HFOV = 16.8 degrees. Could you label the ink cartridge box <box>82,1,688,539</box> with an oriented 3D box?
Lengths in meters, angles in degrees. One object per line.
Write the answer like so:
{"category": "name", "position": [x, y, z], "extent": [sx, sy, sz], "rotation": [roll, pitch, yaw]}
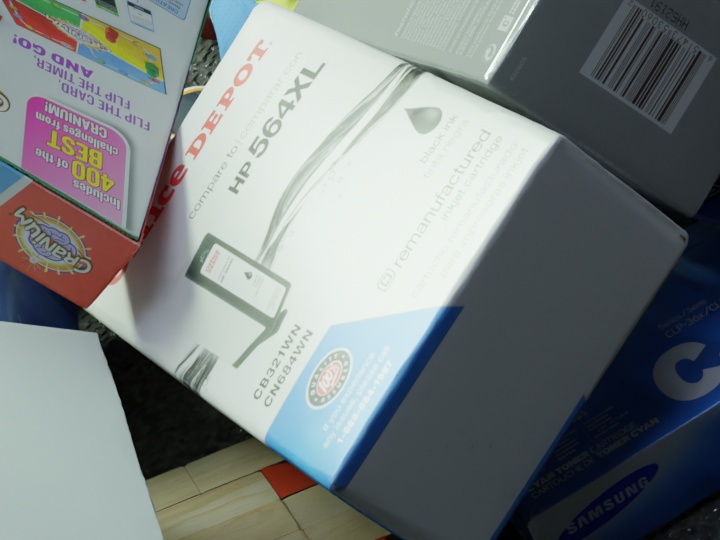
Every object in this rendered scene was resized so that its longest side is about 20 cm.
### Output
{"category": "ink cartridge box", "position": [0.000, 0.000, 0.904], "extent": [0.200, 0.084, 0.146], "rotation": [30, 87, 51]}

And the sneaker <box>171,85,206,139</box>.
{"category": "sneaker", "position": [-0.050, -0.039, 1.105], "extent": [0.200, 0.078, 0.079], "rotation": [14, 61, 41]}

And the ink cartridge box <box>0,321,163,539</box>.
{"category": "ink cartridge box", "position": [-0.187, 0.106, 0.844], "extent": [0.200, 0.145, 0.145], "rotation": [8, 32, -23]}

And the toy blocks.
{"category": "toy blocks", "position": [-0.023, 0.120, 0.922], "extent": [0.137, 0.100, 0.200], "rotation": [-21, 29, -11]}

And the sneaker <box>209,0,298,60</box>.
{"category": "sneaker", "position": [0.000, -0.094, 1.124], "extent": [0.076, 0.105, 0.200], "rotation": [-24, 72, -44]}

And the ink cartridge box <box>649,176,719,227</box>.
{"category": "ink cartridge box", "position": [0.208, -0.065, 0.955], "extent": [0.119, 0.042, 0.200], "rotation": [23, 41, 39]}

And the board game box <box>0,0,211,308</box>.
{"category": "board game box", "position": [-0.142, -0.093, 0.957], "extent": [0.040, 0.153, 0.200], "rotation": [-48, 18, 33]}

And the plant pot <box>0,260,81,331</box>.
{"category": "plant pot", "position": [-0.222, 0.015, 1.040], "extent": [0.200, 0.200, 0.180], "rotation": [-28, 66, -2]}

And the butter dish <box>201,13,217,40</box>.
{"category": "butter dish", "position": [-0.064, -0.185, 1.216], "extent": [0.199, 0.200, 0.148], "rotation": [-4, 68, 27]}

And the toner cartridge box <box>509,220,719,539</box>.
{"category": "toner cartridge box", "position": [0.135, 0.032, 0.950], "extent": [0.200, 0.043, 0.095], "rotation": [-32, 38, -4]}

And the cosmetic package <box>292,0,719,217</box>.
{"category": "cosmetic package", "position": [0.064, -0.094, 0.946], "extent": [0.090, 0.107, 0.200], "rotation": [-59, 27, 2]}
